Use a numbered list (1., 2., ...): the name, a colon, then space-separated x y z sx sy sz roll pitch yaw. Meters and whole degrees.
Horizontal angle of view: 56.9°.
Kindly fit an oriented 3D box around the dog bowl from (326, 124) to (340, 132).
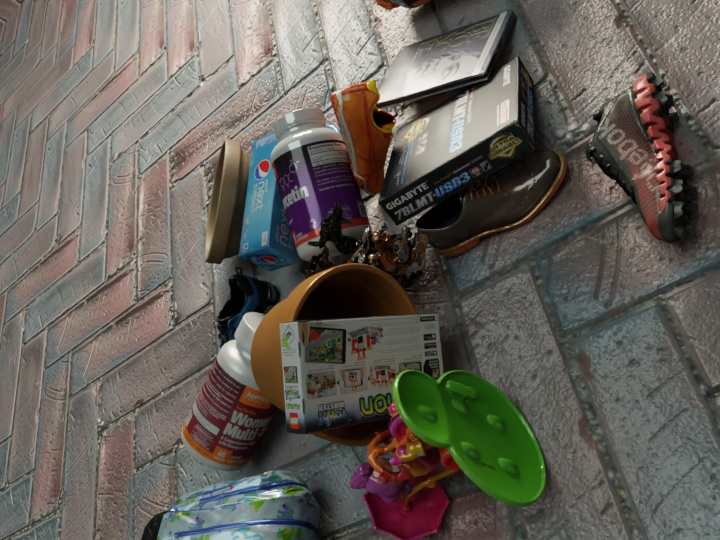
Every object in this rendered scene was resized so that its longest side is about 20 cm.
1. dog bowl: -0.071 -0.139 1.056 0.111 0.049 0.202 18 83 44

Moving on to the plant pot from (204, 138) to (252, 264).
1. plant pot: -0.197 -0.106 1.095 0.201 0.092 0.204 -170 90 -72

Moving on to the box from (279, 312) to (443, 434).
1. box: 0.008 0.105 0.717 0.035 0.198 0.112 -11 81 51

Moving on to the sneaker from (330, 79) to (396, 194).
1. sneaker: 0.017 -0.172 0.908 0.076 0.201 0.074 -15 61 3

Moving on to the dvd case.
1. dvd case: 0.115 -0.302 0.960 0.198 0.016 0.150 -4 47 39

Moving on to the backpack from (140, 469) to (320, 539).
1. backpack: -0.144 0.331 0.830 0.198 0.163 0.155 -10 49 30

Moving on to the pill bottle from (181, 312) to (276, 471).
1. pill bottle: -0.164 0.168 0.932 0.109 0.109 0.202 39 106 44

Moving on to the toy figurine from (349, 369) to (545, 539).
1. toy figurine: 0.060 0.211 0.701 0.184 0.199 0.151 -47 31 30

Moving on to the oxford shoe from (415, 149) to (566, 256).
1. oxford shoe: 0.158 -0.087 0.815 0.199 0.073 0.072 -36 51 23

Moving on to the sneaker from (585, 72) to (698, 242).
1. sneaker: 0.296 -0.113 0.711 0.097 0.071 0.203 -19 57 33

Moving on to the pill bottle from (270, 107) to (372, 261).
1. pill bottle: -0.061 -0.122 0.950 0.112 0.112 0.202 -21 83 32

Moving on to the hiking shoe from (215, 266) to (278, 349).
1. hiking shoe: -0.196 0.102 1.024 0.074 0.086 0.202 -1 70 40

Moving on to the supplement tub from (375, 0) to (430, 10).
1. supplement tub: 0.108 -0.481 1.011 0.198 0.122 0.124 -10 64 37

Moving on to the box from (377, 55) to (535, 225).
1. box: 0.125 -0.168 0.846 0.197 0.050 0.201 -28 28 31

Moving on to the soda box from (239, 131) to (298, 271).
1. soda box: -0.129 -0.108 1.010 0.064 0.068 0.202 -14 62 35

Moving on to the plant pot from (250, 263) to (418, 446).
1. plant pot: -0.040 0.100 0.790 0.139 0.199 0.203 -11 63 50

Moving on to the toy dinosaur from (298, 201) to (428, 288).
1. toy dinosaur: 0.000 0.000 0.852 0.200 0.135 0.103 -50 23 27
